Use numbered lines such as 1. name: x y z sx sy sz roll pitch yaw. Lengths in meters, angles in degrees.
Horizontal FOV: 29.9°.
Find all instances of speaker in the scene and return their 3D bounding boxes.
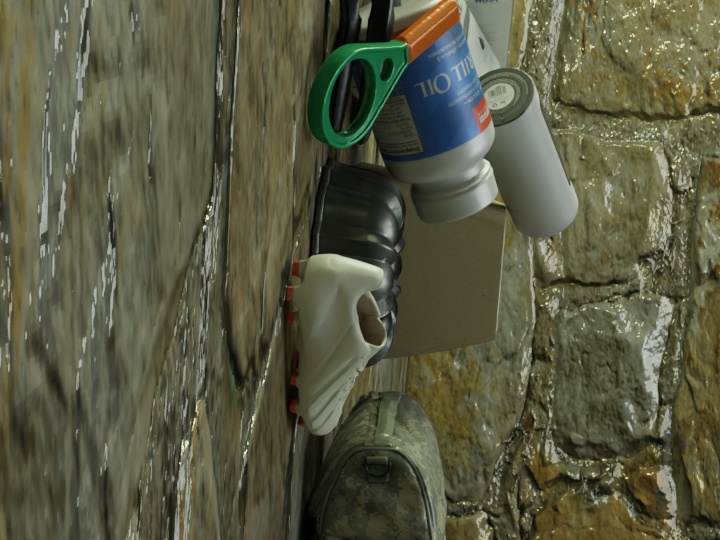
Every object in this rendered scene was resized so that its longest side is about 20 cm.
1. speaker: 0.175 -0.122 1.456 0.201 0.080 0.082 58 33 -48

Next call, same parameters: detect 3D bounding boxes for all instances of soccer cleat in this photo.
1. soccer cleat: -0.017 0.068 1.085 0.202 0.076 0.070 90 7 -47

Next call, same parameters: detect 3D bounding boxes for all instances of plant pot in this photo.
1. plant pot: 0.072 -0.008 1.500 0.200 0.174 0.203 -58 152 -81

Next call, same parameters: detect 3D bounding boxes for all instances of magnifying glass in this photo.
1. magnifying glass: 0.021 -0.172 1.116 0.200 0.022 0.080 -43 140 -36

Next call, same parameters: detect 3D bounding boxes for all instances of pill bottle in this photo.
1. pill bottle: 0.062 -0.152 1.254 0.113 0.111 0.202 -75 147 -63

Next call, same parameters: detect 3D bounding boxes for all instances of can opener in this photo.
1. can opener: 0.003 -0.206 1.147 0.079 0.062 0.203 -70 164 -74

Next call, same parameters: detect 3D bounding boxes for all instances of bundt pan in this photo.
1. bundt pan: 0.000 0.000 1.248 0.202 0.074 0.205 5 90 -85

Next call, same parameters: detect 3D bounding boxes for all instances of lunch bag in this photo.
1. lunch bag: 0.021 0.223 1.335 0.200 0.137 0.171 -65 160 -78

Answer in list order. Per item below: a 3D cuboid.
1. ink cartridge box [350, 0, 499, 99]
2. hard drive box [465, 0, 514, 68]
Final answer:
1. ink cartridge box: 0.072 -0.208 1.421 0.200 0.082 0.147 46 50 -56
2. hard drive box: 0.092 -0.280 1.541 0.201 0.153 0.078 88 -2 -59
